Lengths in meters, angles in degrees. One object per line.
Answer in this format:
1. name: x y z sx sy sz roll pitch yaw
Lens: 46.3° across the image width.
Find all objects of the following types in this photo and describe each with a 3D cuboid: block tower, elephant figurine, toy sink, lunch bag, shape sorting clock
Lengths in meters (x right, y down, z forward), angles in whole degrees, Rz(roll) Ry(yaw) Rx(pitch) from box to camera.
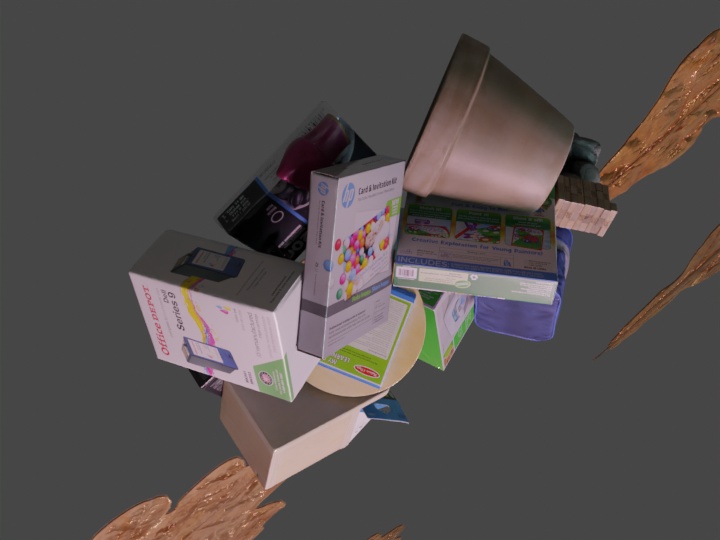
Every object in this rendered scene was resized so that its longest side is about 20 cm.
1. block tower: 0.268 -0.106 1.225 0.196 0.059 0.054 13 139 -4
2. elephant figurine: 0.295 -0.148 1.362 0.138 0.159 0.200 3 171 -5
3. toy sink: -0.078 0.186 1.170 0.198 0.131 0.113 -24 148 -31
4. lunch bag: 0.249 0.001 1.295 0.201 0.133 0.134 82 23 -59
5. shape sorting clock: -0.013 0.066 1.086 0.200 0.200 0.039 -46 -175 11

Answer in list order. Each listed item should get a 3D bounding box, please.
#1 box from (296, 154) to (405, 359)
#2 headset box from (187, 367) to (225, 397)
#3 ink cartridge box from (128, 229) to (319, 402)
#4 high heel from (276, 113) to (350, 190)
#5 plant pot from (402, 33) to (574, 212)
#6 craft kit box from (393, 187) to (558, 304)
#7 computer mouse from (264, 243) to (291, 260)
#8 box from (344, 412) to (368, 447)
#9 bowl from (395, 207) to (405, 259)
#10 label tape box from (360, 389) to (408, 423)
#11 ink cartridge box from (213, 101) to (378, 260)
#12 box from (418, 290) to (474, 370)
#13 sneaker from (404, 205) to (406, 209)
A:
1. box: -0.009 -0.020 0.959 0.155 0.040 0.204 -24 123 -57
2. headset box: -0.139 0.100 1.207 0.174 0.093 0.200 -42 151 3
3. ink cartridge box: -0.154 0.051 0.980 0.088 0.196 0.147 -53 149 -41
4. high heel: -0.033 -0.086 1.008 0.096 0.067 0.201 -46 146 -14
5. plant pot: 0.160 -0.159 1.037 0.200 0.171 0.203 -155 -90 -88
6. craft kit box: 0.148 -0.052 1.071 0.195 0.200 0.049 7 137 6
7. computer mouse: -0.144 0.069 1.082 0.198 0.143 0.046 -29 170 20
8. box: -0.081 0.217 1.407 0.098 0.125 0.199 -47 151 14
9. bowl: 0.000 0.000 1.167 0.103 0.203 0.203 14 127 -19
10. label tape box: -0.025 0.178 1.339 0.066 0.201 0.143 -44 151 15
11. ink cartridge box: -0.062 -0.094 1.085 0.198 0.043 0.200 -46 151 6
12. box: 0.129 0.028 1.362 0.178 0.095 0.201 -54 154 -24
13. sneaker: 0.094 -0.120 1.210 0.203 0.067 0.107 -55 150 17
